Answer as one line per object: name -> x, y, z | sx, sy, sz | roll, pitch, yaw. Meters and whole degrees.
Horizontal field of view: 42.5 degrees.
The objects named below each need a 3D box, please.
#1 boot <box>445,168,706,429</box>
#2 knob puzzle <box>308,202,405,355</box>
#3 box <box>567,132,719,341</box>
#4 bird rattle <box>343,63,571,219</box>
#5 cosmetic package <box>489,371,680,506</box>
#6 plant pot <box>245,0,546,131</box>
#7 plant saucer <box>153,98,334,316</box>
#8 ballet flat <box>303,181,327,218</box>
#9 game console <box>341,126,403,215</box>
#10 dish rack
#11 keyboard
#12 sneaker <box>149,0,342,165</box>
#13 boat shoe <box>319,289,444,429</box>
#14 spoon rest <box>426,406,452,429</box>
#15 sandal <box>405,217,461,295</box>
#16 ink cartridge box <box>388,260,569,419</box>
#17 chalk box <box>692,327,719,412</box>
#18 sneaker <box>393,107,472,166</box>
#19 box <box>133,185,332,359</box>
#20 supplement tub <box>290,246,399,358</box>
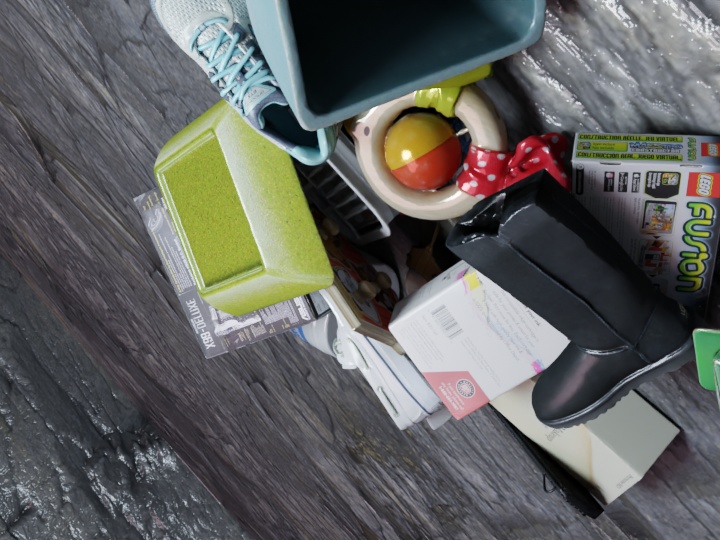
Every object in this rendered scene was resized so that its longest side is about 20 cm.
boot -> 0.142, 0.030, 0.717 | 0.200, 0.066, 0.165 | 34, 123, -26
knob puzzle -> 0.000, 0.000, 0.937 | 0.220, 0.030, 0.220 | 47, -168, -13
box -> 0.219, -0.016, 0.723 | 0.110, 0.035, 0.200 | 4, 136, 15
bird rattle -> 0.078, -0.108, 0.777 | 0.163, 0.113, 0.200 | -24, 116, 31
cosmetic package -> 0.210, 0.135, 0.949 | 0.200, 0.073, 0.104 | 42, 153, 17
plant pot -> -0.007, -0.255, 0.646 | 0.200, 0.196, 0.196 | 54, 162, 42
plant saucer -> -0.127, -0.056, 0.880 | 0.200, 0.048, 0.200 | -19, 92, 53
ballet flat -> -0.076, -0.043, 1.050 | 0.070, 0.200, 0.067 | 26, -176, 21
game console -> -0.018, -0.144, 0.922 | 0.200, 0.031, 0.177 | 44, 171, 9
dish rack -> -0.031, -0.104, 0.926 | 0.172, 0.044, 0.200 | 48, 171, -6
keyboard -> 0.190, 0.206, 1.006 | 0.104, 0.040, 0.200 | 34, -168, -32
sneaker -> -0.083, -0.162, 0.733 | 0.200, 0.078, 0.086 | 39, -155, -29
boat shoe -> 0.003, 0.077, 0.951 | 0.200, 0.067, 0.074 | 52, -168, 7
spoon rest -> 0.080, 0.103, 1.068 | 0.099, 0.061, 0.200 | 63, -176, -27
sandal -> 0.074, -0.006, 0.991 | 0.082, 0.055, 0.200 | 43, 153, 13
ink cartridge box -> 0.141, 0.034, 0.859 | 0.117, 0.200, 0.068 | 54, -162, -9
chalk box -> 0.331, 0.081, 0.638 | 0.200, 0.124, 0.125 | 20, 142, 46
sneaker -> 0.027, -0.171, 0.852 | 0.200, 0.075, 0.087 | 49, 174, -1
box -> -0.138, -0.019, 1.002 | 0.158, 0.050, 0.200 | -21, 96, 30
supplement tub -> -0.066, 0.012, 1.145 | 0.200, 0.132, 0.132 | 29, 147, 38
